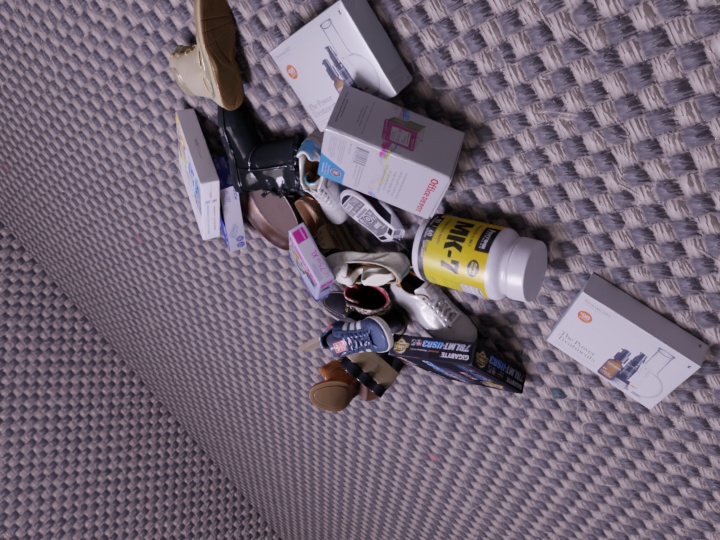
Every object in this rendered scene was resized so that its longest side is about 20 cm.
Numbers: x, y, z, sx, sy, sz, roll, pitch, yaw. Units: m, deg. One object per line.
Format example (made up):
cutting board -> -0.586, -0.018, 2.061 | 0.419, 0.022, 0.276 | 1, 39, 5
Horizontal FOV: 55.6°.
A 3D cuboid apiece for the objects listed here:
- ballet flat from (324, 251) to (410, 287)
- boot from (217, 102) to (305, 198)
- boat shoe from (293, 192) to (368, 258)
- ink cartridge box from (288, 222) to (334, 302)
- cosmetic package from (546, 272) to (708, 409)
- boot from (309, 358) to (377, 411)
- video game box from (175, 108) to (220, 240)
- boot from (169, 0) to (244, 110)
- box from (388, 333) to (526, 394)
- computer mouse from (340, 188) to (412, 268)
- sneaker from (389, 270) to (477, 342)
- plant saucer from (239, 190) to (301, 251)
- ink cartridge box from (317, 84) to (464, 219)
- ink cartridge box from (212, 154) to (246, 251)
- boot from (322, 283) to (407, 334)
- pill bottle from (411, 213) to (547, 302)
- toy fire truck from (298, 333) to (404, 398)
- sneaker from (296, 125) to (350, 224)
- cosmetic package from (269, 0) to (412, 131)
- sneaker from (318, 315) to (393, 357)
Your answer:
ballet flat -> 0.000, 0.000, 1.276 | 0.196, 0.063, 0.068 | -6, 129, 35
boot -> -0.177, -0.232, 1.281 | 0.159, 0.073, 0.203 | 2, 112, 28
boat shoe -> -0.061, -0.062, 1.355 | 0.201, 0.074, 0.075 | 49, 147, -10
ink cartridge box -> -0.100, -0.008, 1.350 | 0.121, 0.041, 0.200 | 60, 171, 9
cosmetic package -> 0.413, 0.114, 1.077 | 0.198, 0.052, 0.152 | 34, 144, 13
boot -> -0.064, 0.265, 1.628 | 0.154, 0.196, 0.075 | 31, 111, 52
video game box -> -0.340, -0.201, 1.432 | 0.184, 0.046, 0.203 | 104, 146, -57
boot -> -0.285, -0.396, 1.211 | 0.154, 0.072, 0.204 | 25, 137, 38
box -> 0.187, 0.177, 1.313 | 0.196, 0.051, 0.198 | 1, 159, 43
computer mouse -> 0.050, -0.088, 1.241 | 0.199, 0.044, 0.109 | 41, 153, -8
sneaker -> 0.138, 0.067, 1.292 | 0.198, 0.073, 0.085 | 34, 149, 15
plant saucer -> -0.186, -0.133, 1.429 | 0.199, 0.032, 0.203 | 35, 147, 27
ink cartridge box -> 0.044, -0.174, 1.037 | 0.196, 0.086, 0.145 | 23, 159, 0
ink cartridge box -> -0.290, -0.143, 1.491 | 0.202, 0.043, 0.095 | 94, 154, -54
boot -> -0.005, 0.067, 1.405 | 0.197, 0.074, 0.151 | 22, 163, 23
pill bottle -> 0.191, -0.019, 1.099 | 0.197, 0.115, 0.116 | 15, 139, 35
toy fire truck -> -0.028, 0.190, 1.552 | 0.199, 0.130, 0.176 | 33, 172, 44
sneaker -> -0.070, -0.160, 1.246 | 0.075, 0.081, 0.203 | 17, 141, 31
cosmetic package -> -0.034, -0.314, 1.045 | 0.198, 0.052, 0.152 | -11, 118, 52
sneaker -> -0.014, 0.137, 1.331 | 0.199, 0.083, 0.077 | -10, 103, 59
